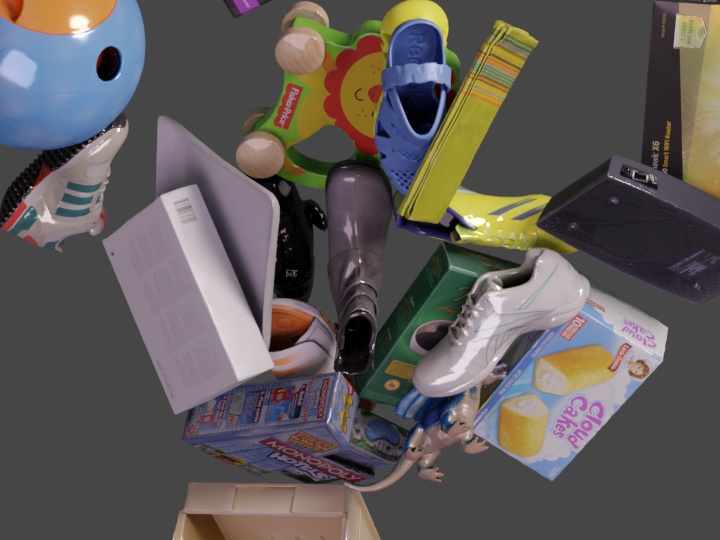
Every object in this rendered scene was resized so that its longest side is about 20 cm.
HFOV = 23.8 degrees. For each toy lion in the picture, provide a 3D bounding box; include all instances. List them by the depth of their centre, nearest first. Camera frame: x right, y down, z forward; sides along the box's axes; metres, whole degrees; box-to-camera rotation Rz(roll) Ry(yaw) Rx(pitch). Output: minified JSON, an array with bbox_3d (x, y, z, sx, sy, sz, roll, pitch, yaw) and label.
[{"bbox_3d":[-0.004,-0.159,1.655,0.191,0.069,0.201,20,125,-8],"label":"toy lion"}]

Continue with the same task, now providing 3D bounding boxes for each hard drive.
[{"bbox_3d":[0.282,-0.039,1.620,0.199,0.043,0.135,24,149,-20],"label":"hard drive"}]

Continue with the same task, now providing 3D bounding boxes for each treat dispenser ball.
[{"bbox_3d":[-0.302,-0.214,1.605,0.200,0.201,0.202,7,123,10],"label":"treat dispenser ball"}]

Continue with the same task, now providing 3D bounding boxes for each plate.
[{"bbox_3d":[-0.142,-0.034,1.729,0.200,0.032,0.200,37,135,38],"label":"plate"}]

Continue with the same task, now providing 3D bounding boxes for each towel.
[{"bbox_3d":[0.102,-0.133,1.586,0.018,0.086,0.201,33,102,26],"label":"towel"}]

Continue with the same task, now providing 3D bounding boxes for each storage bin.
[{"bbox_3d":[-0.085,0.320,1.917,0.199,0.094,0.199,-1,143,15],"label":"storage bin"}]

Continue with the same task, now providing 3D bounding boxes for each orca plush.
[{"bbox_3d":[-0.094,-0.013,1.758,0.105,0.071,0.201,12,124,7],"label":"orca plush"}]

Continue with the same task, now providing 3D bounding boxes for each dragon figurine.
[{"bbox_3d":[0.073,0.155,1.738,0.200,0.100,0.059,-37,121,20],"label":"dragon figurine"}]

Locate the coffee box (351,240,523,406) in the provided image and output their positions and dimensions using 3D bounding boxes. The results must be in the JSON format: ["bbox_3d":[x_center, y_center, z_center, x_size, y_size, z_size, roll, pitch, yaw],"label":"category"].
[{"bbox_3d":[0.090,0.065,1.754,0.122,0.044,0.200,15,129,-24],"label":"coffee box"}]

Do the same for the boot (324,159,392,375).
[{"bbox_3d":[0.000,0.000,1.684,0.069,0.132,0.201,-2,135,2],"label":"boot"}]

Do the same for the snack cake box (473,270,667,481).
[{"bbox_3d":[0.210,0.110,1.761,0.115,0.067,0.200,32,124,-6],"label":"snack cake box"}]

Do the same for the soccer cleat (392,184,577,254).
[{"bbox_3d":[0.127,-0.043,1.675,0.199,0.084,0.065,13,124,6],"label":"soccer cleat"}]

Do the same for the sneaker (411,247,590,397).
[{"bbox_3d":[0.123,0.046,1.672,0.200,0.071,0.080,-37,125,11],"label":"sneaker"}]

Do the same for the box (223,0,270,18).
[{"bbox_3d":[-0.068,-0.334,1.571,0.199,0.036,0.143,-20,116,26],"label":"box"}]

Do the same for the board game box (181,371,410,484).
[{"bbox_3d":[-0.049,0.171,1.793,0.199,0.062,0.199,28,150,-29],"label":"board game box"}]

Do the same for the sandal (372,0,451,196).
[{"bbox_3d":[0.050,-0.145,1.583,0.079,0.087,0.201,-7,128,0],"label":"sandal"}]

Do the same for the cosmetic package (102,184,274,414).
[{"bbox_3d":[-0.178,0.032,1.739,0.151,0.052,0.201,-28,84,52],"label":"cosmetic package"}]

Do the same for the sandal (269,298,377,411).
[{"bbox_3d":[-0.046,0.106,1.800,0.079,0.059,0.207,-22,131,27],"label":"sandal"}]

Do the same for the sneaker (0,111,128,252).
[{"bbox_3d":[-0.287,-0.090,1.772,0.093,0.071,0.200,33,123,-29],"label":"sneaker"}]

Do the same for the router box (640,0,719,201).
[{"bbox_3d":[0.340,-0.160,1.566,0.156,0.052,0.201,6,123,12],"label":"router box"}]
